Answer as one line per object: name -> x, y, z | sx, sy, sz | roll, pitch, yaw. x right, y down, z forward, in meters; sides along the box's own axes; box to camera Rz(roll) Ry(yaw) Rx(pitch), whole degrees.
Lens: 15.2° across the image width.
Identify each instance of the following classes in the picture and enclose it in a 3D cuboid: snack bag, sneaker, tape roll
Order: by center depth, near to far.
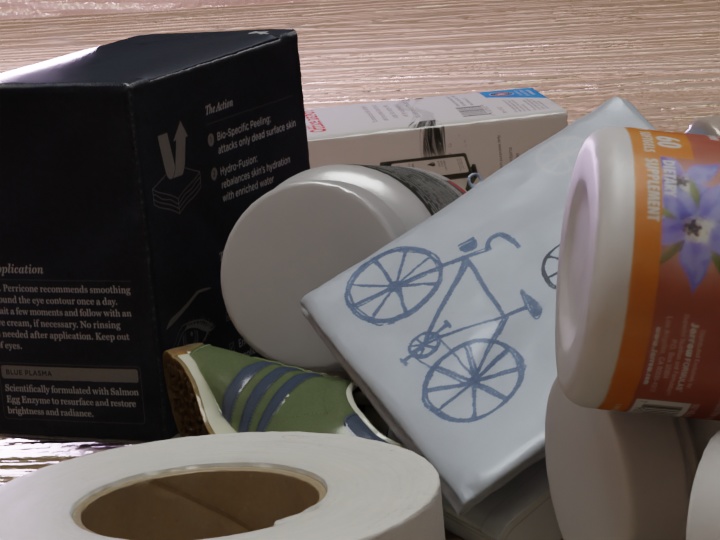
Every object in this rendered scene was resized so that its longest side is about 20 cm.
tape roll -> -0.063, 0.126, 1.106 | 0.202, 0.071, 0.202 | -4, 12, 1
snack bag -> 0.088, 0.009, 1.262 | 0.200, 0.021, 0.189 | -34, 38, -6
sneaker -> -0.030, 0.081, 1.306 | 0.090, 0.067, 0.200 | -14, 21, -14

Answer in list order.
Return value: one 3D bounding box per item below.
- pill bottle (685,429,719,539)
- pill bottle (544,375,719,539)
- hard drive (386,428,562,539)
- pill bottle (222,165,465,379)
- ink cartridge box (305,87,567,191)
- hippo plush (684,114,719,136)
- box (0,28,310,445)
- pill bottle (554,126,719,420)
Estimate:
pill bottle -> 0.228, 0.105, 0.990 | 0.200, 0.115, 0.114 | 1, 13, 26
pill bottle -> 0.187, 0.073, 1.155 | 0.200, 0.114, 0.114 | -8, 13, -16
hard drive -> 0.074, 0.070, 1.294 | 0.132, 0.026, 0.200 | -39, 23, -13
pill bottle -> 0.000, 0.000, 1.450 | 0.114, 0.114, 0.200 | -1, 1, 16
ink cartridge box -> 0.045, -0.078, 1.979 | 0.200, 0.084, 0.146 | -7, 12, -5
hippo plush -> 0.217, 0.035, 1.325 | 0.161, 0.200, 0.159 | 17, 26, -26
box -> -0.118, -0.024, 1.520 | 0.117, 0.200, 0.197 | 1, 13, 26
pill bottle -> 0.182, 0.007, 1.061 | 0.200, 0.112, 0.112 | 5, 12, -4
